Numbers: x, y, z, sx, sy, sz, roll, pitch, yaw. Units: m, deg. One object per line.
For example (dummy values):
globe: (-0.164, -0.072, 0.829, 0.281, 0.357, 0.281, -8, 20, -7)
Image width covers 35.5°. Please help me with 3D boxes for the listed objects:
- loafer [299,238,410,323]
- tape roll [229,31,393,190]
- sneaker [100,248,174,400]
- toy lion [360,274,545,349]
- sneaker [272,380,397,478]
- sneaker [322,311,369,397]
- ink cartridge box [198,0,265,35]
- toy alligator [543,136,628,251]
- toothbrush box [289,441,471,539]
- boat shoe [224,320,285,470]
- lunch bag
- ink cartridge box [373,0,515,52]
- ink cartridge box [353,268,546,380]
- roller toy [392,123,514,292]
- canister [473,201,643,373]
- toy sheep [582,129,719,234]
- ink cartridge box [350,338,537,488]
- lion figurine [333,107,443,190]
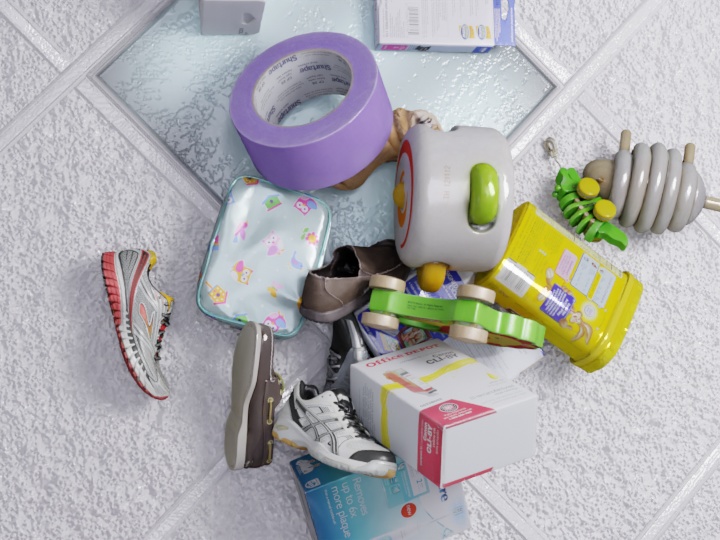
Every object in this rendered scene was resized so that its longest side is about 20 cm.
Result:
loafer: (0.000, 0.000, 1.451, 0.200, 0.072, 0.072, -34, 133, -46)
tape roll: (-0.063, -0.207, 1.447, 0.198, 0.085, 0.202, -9, 53, 12)
sneaker: (-0.273, 0.066, 1.437, 0.081, 0.078, 0.202, -14, 86, -12)
toy lion: (0.126, 0.064, 1.426, 0.198, 0.191, 0.069, 7, 80, 30)
sneaker: (-0.029, 0.188, 1.360, 0.075, 0.199, 0.089, 26, 83, -46)
sneaker: (-0.041, 0.153, 1.457, 0.114, 0.075, 0.202, -12, 99, -5)
ink cartridge box: (-0.176, -0.427, 1.475, 0.083, 0.145, 0.203, -4, 84, -9)
toy alligator: (0.290, -0.099, 1.537, 0.054, 0.060, 0.201, -21, 63, -23)
toothbrush box: (0.027, 0.286, 1.433, 0.198, 0.085, 0.148, -19, 114, -12)
boat shoe: (-0.130, 0.159, 1.433, 0.059, 0.072, 0.202, 1, 107, -25)
lunch bag: (-0.123, -0.010, 1.472, 0.159, 0.077, 0.202, 17, 81, -9)
ink cartridge box: (0.117, -0.367, 1.571, 0.197, 0.042, 0.121, -1, 84, -7)
ink cartridge box: (0.115, 0.091, 1.518, 0.199, 0.047, 0.199, -33, 89, -14)
roller toy: (0.109, -0.091, 1.438, 0.138, 0.201, 0.184, 2, 47, -8)
canister: (0.264, 0.020, 1.507, 0.199, 0.086, 0.149, 36, 61, -9)
toy sheep: (0.404, -0.114, 1.547, 0.198, 0.138, 0.140, 10, 82, 10)
ink cartridge box: (0.096, 0.167, 1.362, 0.144, 0.199, 0.084, -14, 114, -31)
lion figurine: (0.012, -0.163, 1.522, 0.199, 0.072, 0.123, -38, 95, 0)
